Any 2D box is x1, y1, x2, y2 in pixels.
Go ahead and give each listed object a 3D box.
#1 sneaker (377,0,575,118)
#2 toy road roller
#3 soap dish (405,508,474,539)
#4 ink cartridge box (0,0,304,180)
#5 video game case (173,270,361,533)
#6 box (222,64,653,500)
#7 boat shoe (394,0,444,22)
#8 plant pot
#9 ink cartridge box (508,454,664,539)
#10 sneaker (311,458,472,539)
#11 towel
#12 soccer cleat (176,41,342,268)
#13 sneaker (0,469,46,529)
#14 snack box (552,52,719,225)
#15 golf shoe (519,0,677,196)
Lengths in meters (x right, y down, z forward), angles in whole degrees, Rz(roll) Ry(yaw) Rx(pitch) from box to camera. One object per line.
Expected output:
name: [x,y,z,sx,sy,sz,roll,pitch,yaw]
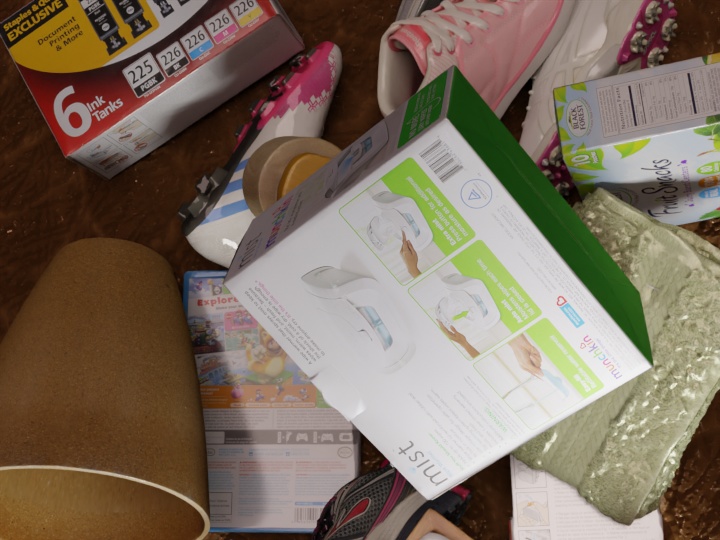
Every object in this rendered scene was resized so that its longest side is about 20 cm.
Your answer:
sneaker: [0.084,-0.181,0.900,0.075,0.104,0.201,39,102,44]
toy road roller: [0.000,0.000,0.866,0.199,0.123,0.147,22,91,-15]
soap dish: [0.051,0.285,0.789,0.157,0.081,0.200,35,82,14]
ink cartridge box: [-0.177,-0.204,0.967,0.199,0.084,0.176,-33,76,6]
video game case: [-0.070,0.099,0.931,0.142,0.018,0.201,-1,78,8]
box: [0.049,0.014,0.745,0.176,0.097,0.200,-36,108,23]
boat shoe: [0.082,-0.254,0.963,0.065,0.074,0.203,21,83,48]
plant pot: [-0.193,0.085,0.882,0.185,0.187,0.201,-2,58,7]
ink cartridge box: [0.161,0.209,0.860,0.108,0.050,0.201,-3,77,7]
sneaker: [-0.010,0.198,0.844,0.075,0.081,0.200,39,45,23]
towel: [0.170,0.059,0.812,0.148,0.036,0.201,29,108,14]
soccer cleat: [-0.061,-0.086,0.950,0.086,0.070,0.201,39,74,-18]
sneaker: [-0.286,0.177,0.906,0.069,0.090,0.201,9,80,9]
snack box: [0.217,-0.081,0.823,0.141,0.200,0.053,-9,73,16]
golf shoe: [0.160,-0.139,0.931,0.091,0.075,0.201,31,85,35]
